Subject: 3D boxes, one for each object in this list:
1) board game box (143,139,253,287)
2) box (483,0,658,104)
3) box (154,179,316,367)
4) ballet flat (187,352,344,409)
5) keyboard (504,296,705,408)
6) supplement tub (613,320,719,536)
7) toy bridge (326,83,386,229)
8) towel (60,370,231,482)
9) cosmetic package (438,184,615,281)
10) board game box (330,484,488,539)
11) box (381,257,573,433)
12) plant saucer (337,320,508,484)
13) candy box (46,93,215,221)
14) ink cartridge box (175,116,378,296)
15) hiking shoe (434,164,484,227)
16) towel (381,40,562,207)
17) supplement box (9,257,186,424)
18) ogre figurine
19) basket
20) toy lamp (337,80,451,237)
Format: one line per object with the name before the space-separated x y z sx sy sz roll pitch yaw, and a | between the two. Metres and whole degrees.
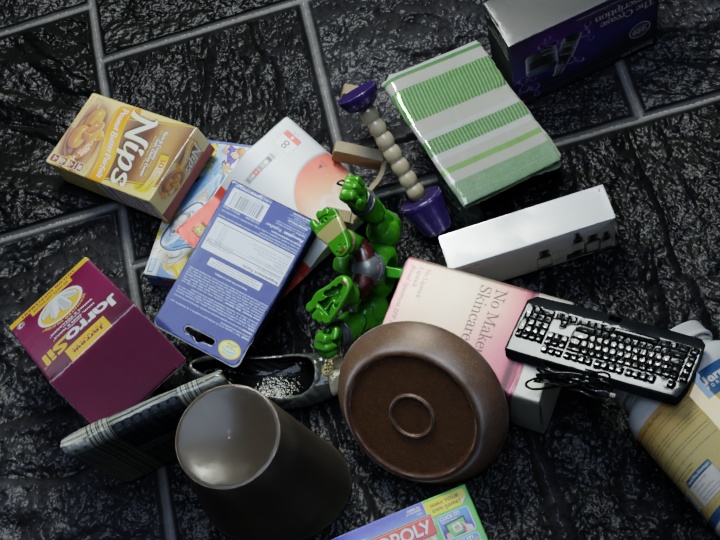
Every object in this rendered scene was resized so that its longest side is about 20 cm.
board game box | -0.179 -0.068 1.601 0.135 0.034 0.201 8 67 15
box | 0.262 -0.304 1.560 0.200 0.141 0.079 -25 65 0
box | -0.148 0.006 1.505 0.121 0.032 0.200 27 79 11
ballet flat | -0.106 0.127 1.483 0.199 0.057 0.067 -5 61 9
keyboard | 0.243 0.086 1.298 0.200 0.040 0.104 14 68 30
supplement tub | 0.373 0.166 1.316 0.145 0.145 0.200 -36 64 -6
toy bridge | -0.001 -0.141 1.548 0.067 0.027 0.201 11 64 -6
towel | -0.216 0.173 1.407 0.192 0.200 0.035 -25 69 -1
cosmetic package | 0.197 -0.034 1.481 0.199 0.083 0.051 -18 63 4
board game box | 0.048 0.333 1.373 0.200 0.029 0.135 -23 64 1
box | 0.131 0.083 1.426 0.199 0.109 0.128 15 69 18
plant saucer | 0.061 0.152 1.375 0.200 0.201 0.034 17 27 19
candy box | -0.298 -0.149 1.631 0.200 0.055 0.116 20 72 34
ink cartridge box | -0.103 -0.071 1.547 0.162 0.050 0.200 42 68 11
hiking shoe | 0.130 -0.150 1.553 0.086 0.074 0.200 -15 64 3
towel | 0.134 -0.180 1.529 0.152 0.023 0.200 -24 68 -21
supplement box | -0.310 0.086 1.473 0.131 0.103 0.200 -44 32 -11
ogre figurine | 0.000 0.000 1.467 0.098 0.120 0.201 -14 77 33
basket | -0.115 0.208 1.368 0.180 0.200 0.136 -5 65 9
toy lamp | 0.047 -0.130 1.512 0.058 0.200 0.058 -28 19 11
